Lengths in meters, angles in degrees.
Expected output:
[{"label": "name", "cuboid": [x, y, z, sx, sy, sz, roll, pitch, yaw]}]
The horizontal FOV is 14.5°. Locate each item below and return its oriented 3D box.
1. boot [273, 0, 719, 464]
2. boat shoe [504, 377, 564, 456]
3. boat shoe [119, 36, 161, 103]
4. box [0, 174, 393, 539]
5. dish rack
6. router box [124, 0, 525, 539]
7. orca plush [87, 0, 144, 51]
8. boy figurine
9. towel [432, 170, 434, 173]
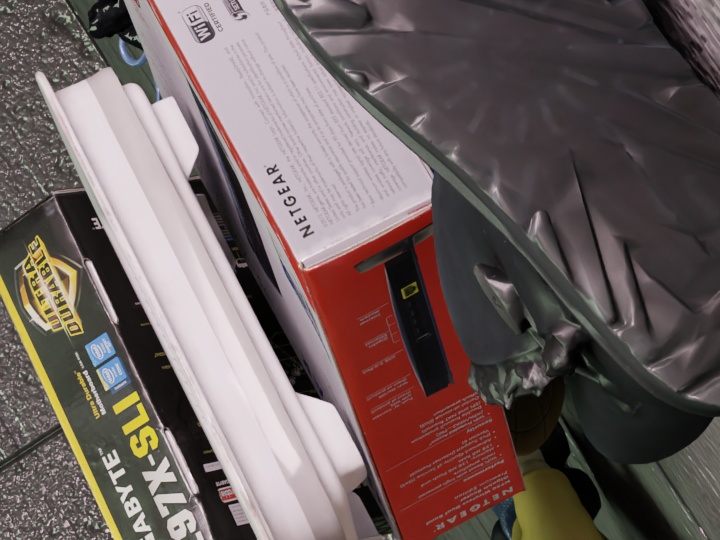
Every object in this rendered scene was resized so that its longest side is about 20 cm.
[{"label": "boot", "cuboid": [0.032, -0.039, 0.701, 0.200, 0.076, 0.168, 51, 171, 2]}, {"label": "boat shoe", "cuboid": [0.000, 0.000, 1.139, 0.066, 0.074, 0.200, -14, 117, 51]}, {"label": "boat shoe", "cuboid": [-0.079, -0.111, 1.323, 0.069, 0.084, 0.200, 46, 176, -14]}, {"label": "box", "cuboid": [-0.047, 0.041, 1.148, 0.200, 0.049, 0.160, -10, -108, -57]}, {"label": "dish rack", "cuboid": [-0.046, 0.029, 0.977, 0.201, 0.043, 0.172, 62, 175, 18]}, {"label": "router box", "cuboid": [-0.020, -0.033, 0.932, 0.201, 0.049, 0.180, 60, 173, 35]}, {"label": "orca plush", "cuboid": [-0.084, -0.120, 1.132, 0.106, 0.071, 0.200, 64, 163, 4]}, {"label": "boy figurine", "cuboid": [0.098, 0.126, 1.190, 0.125, 0.064, 0.200, 60, 174, -23]}, {"label": "towel", "cuboid": [0.019, -0.039, 1.005, 0.148, 0.049, 0.200, 57, 175, -3]}]
